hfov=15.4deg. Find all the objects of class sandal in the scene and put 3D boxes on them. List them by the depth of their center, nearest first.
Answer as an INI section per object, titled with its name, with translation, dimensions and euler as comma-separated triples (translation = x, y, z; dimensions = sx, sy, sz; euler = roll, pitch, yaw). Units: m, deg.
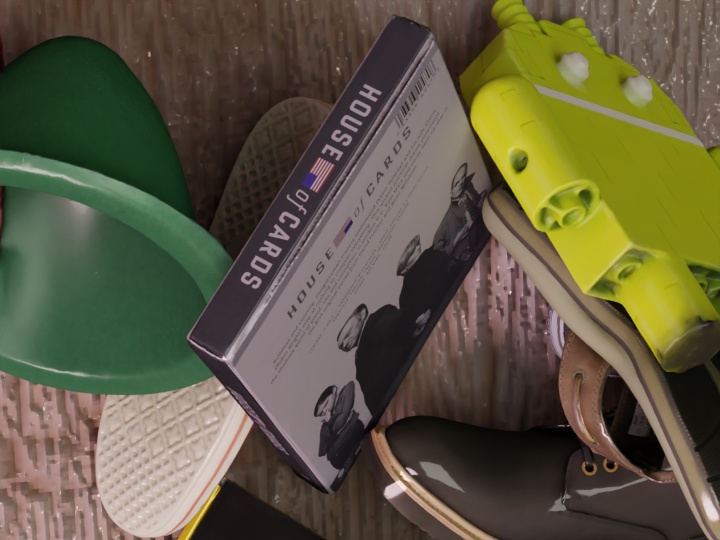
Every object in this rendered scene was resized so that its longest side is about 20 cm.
[sandal]
translation = 0.111, 0.043, 1.110
dimensions = 0.080, 0.201, 0.057
euler = 10, 127, -48

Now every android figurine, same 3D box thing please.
[android figurine]
translation = 0.115, -0.038, 1.126
dimensions = 0.182, 0.200, 0.041
euler = 15, 129, -44

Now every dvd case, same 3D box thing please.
[dvd case]
translation = 0.000, 0.000, 1.082
dimensions = 0.025, 0.200, 0.150
euler = 28, 78, 19

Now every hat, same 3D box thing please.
[hat]
translation = -0.110, -0.073, 1.076
dimensions = 0.200, 0.165, 0.176
euler = 69, 28, -54

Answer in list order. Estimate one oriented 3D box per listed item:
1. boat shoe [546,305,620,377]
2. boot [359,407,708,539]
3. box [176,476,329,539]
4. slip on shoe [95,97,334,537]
[boat shoe]
translation = 0.185, 0.014, 1.218
dimensions = 0.200, 0.066, 0.070
euler = -5, 100, -22
[boot]
translation = 0.112, 0.068, 1.165
dimensions = 0.200, 0.078, 0.138
euler = 18, 122, -35
[box]
translation = -0.014, 0.205, 1.118
dimensions = 0.200, 0.049, 0.160
euler = 30, 83, 14
[slip on shoe]
translation = -0.047, 0.025, 1.126
dimensions = 0.061, 0.074, 0.200
euler = 24, 93, -53
